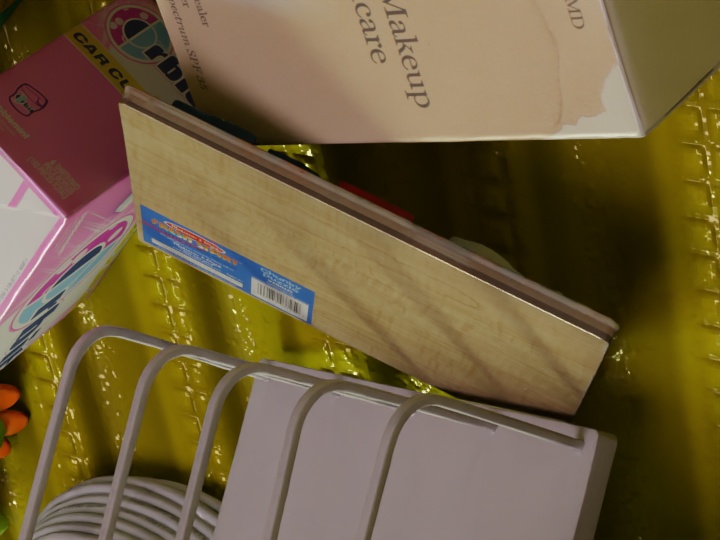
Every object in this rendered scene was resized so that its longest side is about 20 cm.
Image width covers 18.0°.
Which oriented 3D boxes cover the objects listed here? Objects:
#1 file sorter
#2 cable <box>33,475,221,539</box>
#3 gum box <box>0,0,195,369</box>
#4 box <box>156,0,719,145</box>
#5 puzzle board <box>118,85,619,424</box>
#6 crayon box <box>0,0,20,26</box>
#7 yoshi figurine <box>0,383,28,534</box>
[{"bbox_3d":[-0.025,0.106,0.910,0.199,0.124,0.140,9,83,45],"label":"file sorter"},{"bbox_3d":[-0.098,0.197,1.146,0.199,0.069,0.201,14,128,33],"label":"cable"},{"bbox_3d":[-0.147,-0.021,0.993,0.066,0.113,0.200,46,138,3],"label":"gum box"},{"bbox_3d":[0.026,-0.102,0.811,0.199,0.078,0.095,0,120,41],"label":"box"},{"bbox_3d":[0.000,0.000,0.887,0.199,0.017,0.151,27,162,6],"label":"puzzle board"},{"bbox_3d":[-0.231,-0.126,1.029,0.119,0.058,0.200,49,139,0],"label":"crayon box"},{"bbox_3d":[-0.251,0.102,1.183,0.112,0.112,0.200,44,136,15],"label":"yoshi figurine"}]
